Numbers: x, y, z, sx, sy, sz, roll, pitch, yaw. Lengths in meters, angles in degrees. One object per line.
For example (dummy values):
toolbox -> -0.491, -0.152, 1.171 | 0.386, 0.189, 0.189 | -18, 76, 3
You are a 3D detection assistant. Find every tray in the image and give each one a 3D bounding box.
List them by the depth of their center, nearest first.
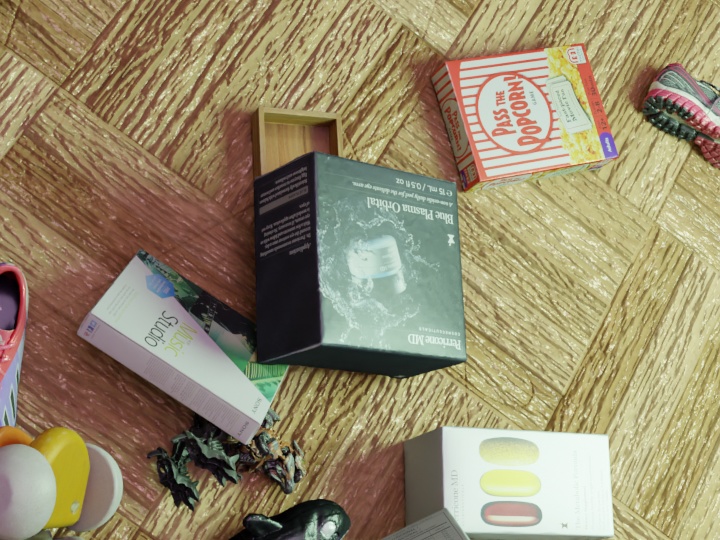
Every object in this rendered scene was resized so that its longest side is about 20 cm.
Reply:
tray -> -0.067, -0.077, 1.448 | 0.098, 0.037, 0.202 | 2, 73, -21

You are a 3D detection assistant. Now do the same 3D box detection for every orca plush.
orca plush -> -0.111, 0.263, 1.295 | 0.198, 0.105, 0.072 | -14, 119, 2

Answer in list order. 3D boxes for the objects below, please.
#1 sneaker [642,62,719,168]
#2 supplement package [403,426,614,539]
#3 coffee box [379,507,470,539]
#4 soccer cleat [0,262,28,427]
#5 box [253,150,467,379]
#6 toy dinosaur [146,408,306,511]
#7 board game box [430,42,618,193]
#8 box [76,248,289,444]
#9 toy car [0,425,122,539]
sneaker -> 0.457, -0.191, 1.661 | 0.199, 0.081, 0.075 | 33, 64, -10
supplement package -> 0.157, 0.234, 1.406 | 0.198, 0.109, 0.115 | 5, 73, -20
coffee box -> 0.054, 0.380, 1.226 | 0.199, 0.198, 0.201 | -25, 104, -6
soccer cleat -> -0.358, 0.090, 1.264 | 0.068, 0.073, 0.202 | 10, 73, -20
box -> 0.000, 0.000, 1.362 | 0.196, 0.117, 0.202 | 9, 72, -37
toy dinosaur -> -0.147, 0.164, 1.331 | 0.199, 0.102, 0.136 | 28, 44, 4
board game box -> 0.199, -0.185, 1.576 | 0.199, 0.046, 0.153 | -12, 80, -24
box -> -0.169, 0.073, 1.316 | 0.199, 0.036, 0.145 | 35, 29, -6
toy car -> -0.320, 0.241, 1.203 | 0.149, 0.175, 0.202 | 4, 84, 20
